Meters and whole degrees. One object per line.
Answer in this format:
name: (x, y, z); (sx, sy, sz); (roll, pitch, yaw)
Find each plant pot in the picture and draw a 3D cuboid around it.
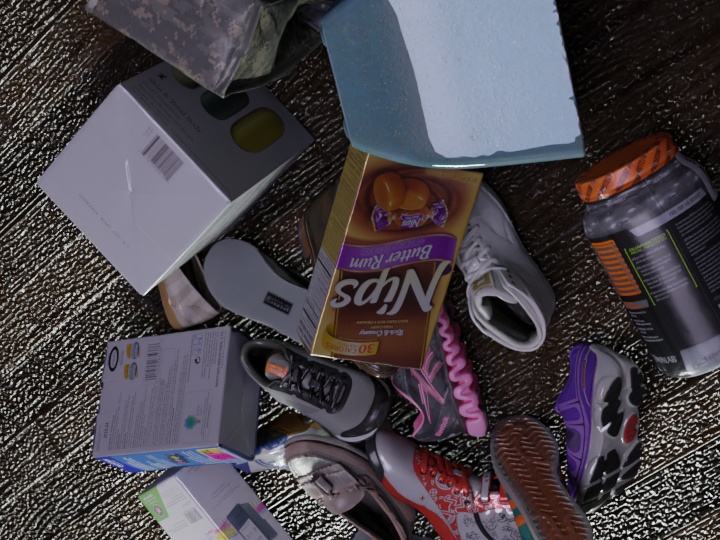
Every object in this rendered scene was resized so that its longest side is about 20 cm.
plant pot: (0.075, -0.193, 1.279); (0.199, 0.196, 0.197); (-11, 107, 9)

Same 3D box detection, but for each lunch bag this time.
lunch bag: (-0.128, -0.253, 1.373); (0.164, 0.200, 0.118); (33, 116, 12)

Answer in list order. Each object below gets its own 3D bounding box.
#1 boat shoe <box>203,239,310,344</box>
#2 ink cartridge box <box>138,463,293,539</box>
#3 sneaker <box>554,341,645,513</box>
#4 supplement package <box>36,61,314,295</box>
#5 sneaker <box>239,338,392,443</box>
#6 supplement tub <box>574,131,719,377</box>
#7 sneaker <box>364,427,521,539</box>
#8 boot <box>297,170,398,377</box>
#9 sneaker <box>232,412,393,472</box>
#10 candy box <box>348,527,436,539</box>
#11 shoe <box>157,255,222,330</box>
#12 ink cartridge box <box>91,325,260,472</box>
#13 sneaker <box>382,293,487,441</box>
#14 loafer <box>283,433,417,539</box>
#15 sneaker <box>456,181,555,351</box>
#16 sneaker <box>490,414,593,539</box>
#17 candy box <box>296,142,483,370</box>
boat shoe: (-0.083, 0.032, 1.543); (0.200, 0.064, 0.071); (32, 94, 34)
ink cartridge box: (-0.147, 0.300, 1.668); (0.200, 0.067, 0.117); (52, 144, -3)
sneaker: (0.231, 0.156, 1.472); (0.083, 0.080, 0.201); (36, 133, 43)
supplement package: (-0.177, -0.108, 1.451); (0.152, 0.200, 0.151); (47, 121, -1)
sneaker: (-0.049, 0.120, 1.516); (0.199, 0.079, 0.074); (18, 82, 43)
supplement tub: (0.281, -0.016, 1.336); (0.122, 0.123, 0.201); (-24, 100, 30)
sneaker: (0.101, 0.217, 1.529); (0.108, 0.067, 0.202); (-28, 116, 29)
boot: (0.000, 0.000, 1.443); (0.201, 0.074, 0.097); (65, 145, 23)
sneaker: (-0.051, 0.199, 1.600); (0.199, 0.075, 0.088); (-20, 108, 32)
candy box: (0.060, 0.356, 1.562); (0.199, 0.168, 0.072); (13, 115, 18)
shoe: (-0.204, -0.031, 1.575); (0.053, 0.070, 0.201); (-9, 115, 26)
ink cartridge box: (-0.210, 0.142, 1.605); (0.199, 0.076, 0.137); (-8, 65, 26)
sneaker: (0.060, 0.086, 1.491); (0.095, 0.079, 0.201); (-17, 103, 12)
loafer: (-0.005, 0.233, 1.539); (0.072, 0.063, 0.200); (-21, 140, 32)
sneaker: (0.116, -0.014, 1.402); (0.074, 0.116, 0.200); (-38, 98, 19)
sneaker: (0.176, 0.232, 1.464); (0.071, 0.200, 0.080); (-12, 130, -6)
candy box: (0.025, -0.014, 1.354); (0.116, 0.057, 0.201); (8, 111, -22)
